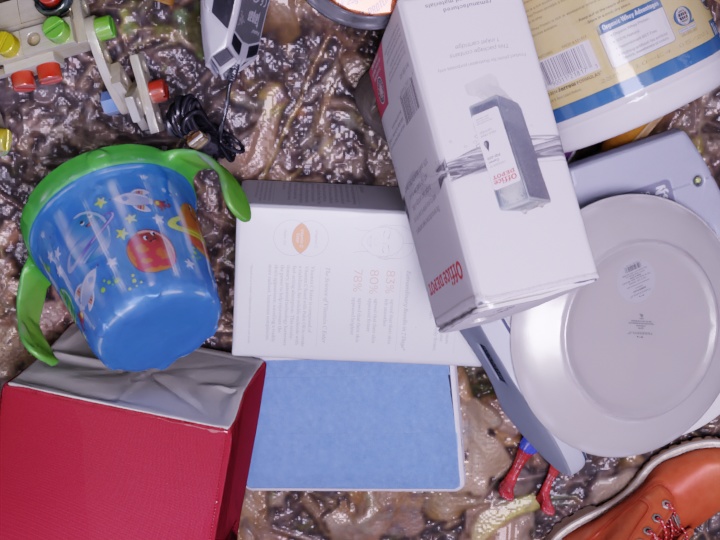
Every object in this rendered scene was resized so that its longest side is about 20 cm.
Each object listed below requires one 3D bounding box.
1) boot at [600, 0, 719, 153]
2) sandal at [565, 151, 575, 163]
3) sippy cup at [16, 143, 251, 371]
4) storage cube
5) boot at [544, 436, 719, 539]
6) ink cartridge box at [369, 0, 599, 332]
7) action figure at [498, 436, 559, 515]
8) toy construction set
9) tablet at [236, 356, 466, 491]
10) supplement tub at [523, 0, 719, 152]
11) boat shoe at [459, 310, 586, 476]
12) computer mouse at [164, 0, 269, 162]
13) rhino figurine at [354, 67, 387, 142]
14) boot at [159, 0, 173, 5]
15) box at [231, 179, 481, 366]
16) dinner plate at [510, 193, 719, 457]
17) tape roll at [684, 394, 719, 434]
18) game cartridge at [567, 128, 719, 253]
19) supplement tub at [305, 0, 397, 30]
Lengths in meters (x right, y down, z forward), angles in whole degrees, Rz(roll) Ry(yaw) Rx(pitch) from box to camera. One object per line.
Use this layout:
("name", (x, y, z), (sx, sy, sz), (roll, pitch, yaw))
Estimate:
("boot", (0.203, -0.195, 0.938), (0.144, 0.071, 0.201), (34, 111, 3))
("sandal", (0.121, -0.169, 0.937), (0.082, 0.050, 0.203), (-14, 107, 11))
("sippy cup", (-0.168, -0.001, 0.880), (0.139, 0.130, 0.178), (-3, 139, -35))
("storage cube", (-0.186, 0.162, 0.947), (0.200, 0.171, 0.180), (12, 104, 2))
("boot", (0.258, 0.225, 1.030), (0.200, 0.107, 0.075), (-37, 102, 6))
("ink cartridge box", (0.076, -0.069, 0.791), (0.085, 0.146, 0.200), (-12, 83, -8))
("action figure", (0.185, 0.115, 1.026), (0.065, 0.052, 0.200), (21, 101, -6))
("toy construction set", (-0.250, -0.143, 0.910), (0.200, 0.092, 0.131), (-11, 81, -7))
("tablet", (-0.013, 0.129, 1.015), (0.200, 0.014, 0.130), (-2, 108, 13))
("supplement tub", (0.158, -0.199, 0.837), (0.144, 0.145, 0.200), (-24, 97, 4))
("boat shoe", (0.139, 0.062, 0.916), (0.086, 0.075, 0.202), (-37, 110, -13))
("computer mouse", (-0.104, -0.186, 0.914), (0.044, 0.110, 0.200), (14, 93, 17))
("rhino figurine", (0.074, -0.106, 0.911), (0.200, 0.060, 0.088), (44, 110, 24))
("boot", (-0.206, -0.291, 0.873), (0.201, 0.071, 0.144), (24, 100, -14))
("box", (0.000, 0.000, 0.958), (0.200, 0.097, 0.125), (3, 106, -3))
("dinner plate", (0.205, 0.043, 0.887), (0.200, 0.024, 0.201), (-2, 96, -20))
("tape roll", (0.232, 0.039, 0.976), (0.202, 0.037, 0.203), (-1, 97, -6))
("game cartridge", (0.230, -0.002, 0.932), (0.133, 0.041, 0.200), (-17, 101, -1))
("supplement tub", (0.005, -0.235, 0.840), (0.122, 0.200, 0.123), (0, 106, -2))
